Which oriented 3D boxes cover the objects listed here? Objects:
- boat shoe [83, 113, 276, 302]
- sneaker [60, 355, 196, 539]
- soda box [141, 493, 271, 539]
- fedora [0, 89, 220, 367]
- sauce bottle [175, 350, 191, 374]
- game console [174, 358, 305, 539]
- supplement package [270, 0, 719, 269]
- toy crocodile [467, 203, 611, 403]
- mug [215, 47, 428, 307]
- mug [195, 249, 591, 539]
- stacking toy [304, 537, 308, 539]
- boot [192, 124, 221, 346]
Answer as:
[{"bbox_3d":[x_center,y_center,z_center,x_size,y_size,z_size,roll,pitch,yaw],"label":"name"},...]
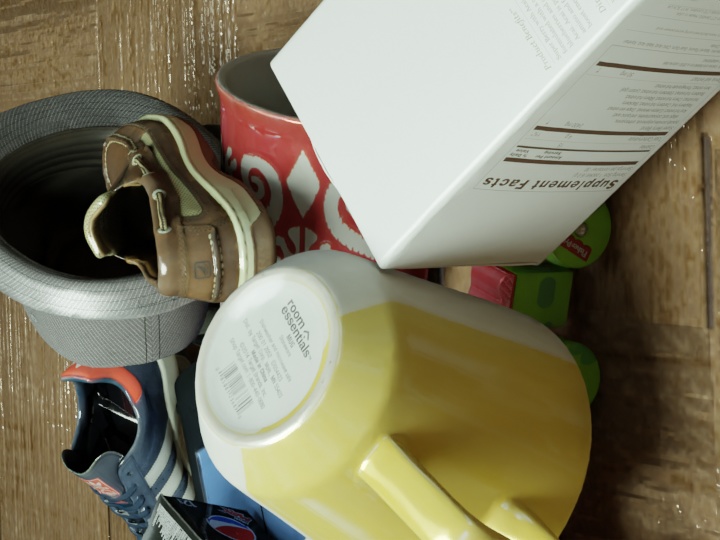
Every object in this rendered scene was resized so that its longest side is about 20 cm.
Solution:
[{"bbox_3d":[-0.113,-0.036,1.240,0.202,0.074,0.075,-147,51,-62],"label":"boat shoe"},{"bbox_3d":[-0.152,0.141,1.540,0.075,0.084,0.202,-7,104,39],"label":"sneaker"},{"bbox_3d":[-0.120,0.242,1.418,0.063,0.070,0.201,42,111,51],"label":"soda box"},{"bbox_3d":[-0.151,-0.013,1.377,0.200,0.176,0.091,46,147,42],"label":"fedora"},{"bbox_3d":[-0.177,0.013,1.641,0.200,0.064,0.065,52,136,38],"label":"sauce bottle"},{"bbox_3d":[-0.056,0.131,1.436,0.177,0.031,0.202,-34,62,48],"label":"game console"},{"bbox_3d":[0.078,-0.107,1.030,0.200,0.119,0.122,-45,62,34],"label":"supplement package"},{"bbox_3d":[0.080,0.015,1.163,0.067,0.061,0.202,21,112,59],"label":"toy crocodile"},{"bbox_3d":[-0.011,0.000,1.266,0.177,0.132,0.202,42,131,55],"label":"mug"},{"bbox_3d":[0.018,0.064,1.053,0.185,0.153,0.151,2,71,41],"label":"mug"},{"bbox_3d":[0.066,0.174,1.131,0.199,0.145,0.148,-11,84,57],"label":"stacking toy"},{"bbox_3d":[-0.114,-0.016,1.474,0.200,0.077,0.140,-3,77,62],"label":"boot"}]
